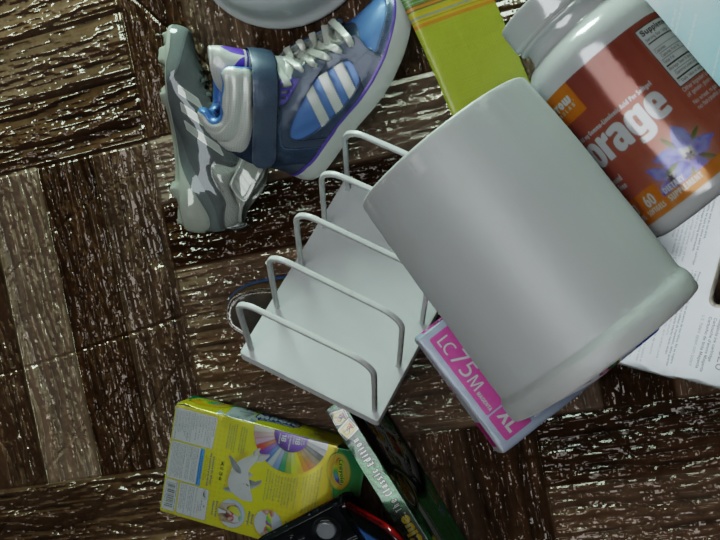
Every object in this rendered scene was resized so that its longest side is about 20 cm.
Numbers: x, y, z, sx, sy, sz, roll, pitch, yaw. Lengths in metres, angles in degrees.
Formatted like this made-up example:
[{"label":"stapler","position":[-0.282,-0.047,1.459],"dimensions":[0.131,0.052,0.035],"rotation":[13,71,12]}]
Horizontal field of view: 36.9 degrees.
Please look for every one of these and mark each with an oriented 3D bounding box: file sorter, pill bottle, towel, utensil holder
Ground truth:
[{"label":"file sorter","position":[0.000,0.000,0.932],"dimensions":[0.138,0.125,0.200],"rotation":[25,66,12]},{"label":"pill bottle","position":[0.203,-0.133,0.825],"dimensions":[0.112,0.112,0.200],"rotation":[-41,85,16]},{"label":"towel","position":[0.093,-0.201,0.963],"dimensions":[0.086,0.018,0.201],"rotation":[-23,89,-20]},{"label":"utensil holder","position":[0.120,-0.016,0.806],"dimensions":[0.170,0.170,0.200],"rotation":[-40,84,16]}]

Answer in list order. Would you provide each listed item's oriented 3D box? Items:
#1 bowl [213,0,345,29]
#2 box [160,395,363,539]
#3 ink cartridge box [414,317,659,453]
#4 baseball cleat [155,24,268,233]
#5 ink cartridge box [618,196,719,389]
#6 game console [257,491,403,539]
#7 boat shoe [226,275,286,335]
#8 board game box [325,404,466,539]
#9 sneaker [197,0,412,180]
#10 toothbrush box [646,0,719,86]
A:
[{"label":"bowl","position":[-0.088,-0.327,0.990],"dimensions":[0.200,0.090,0.202],"rotation":[2,97,17]},{"label":"box","position":[-0.092,0.203,1.068],"dimensions":[0.199,0.048,0.118],"rotation":[13,99,17]},{"label":"ink cartridge box","position":[0.159,0.044,0.903],"dimensions":[0.200,0.042,0.119],"rotation":[-37,88,-6]},{"label":"baseball cleat","position":[-0.139,-0.138,1.046],"dimensions":[0.106,0.070,0.201],"rotation":[-4,99,3]},{"label":"ink cartridge box","position":[0.244,-0.015,0.948],"dimensions":[0.199,0.043,0.197],"rotation":[15,100,11]},{"label":"game console","position":[0.011,0.317,0.984],"dimensions":[0.172,0.119,0.200],"rotation":[-30,103,13]},{"label":"boat shoe","position":[-0.042,0.045,1.022],"dimensions":[0.199,0.072,0.073],"rotation":[3,96,16]},{"label":"board game box","position":[0.040,0.199,0.997],"dimensions":[0.023,0.105,0.200],"rotation":[-33,85,11]},{"label":"sneaker","position":[-0.059,-0.184,0.966],"dimensions":[0.146,0.081,0.200],"rotation":[23,112,-30]},{"label":"toothbrush box","position":[0.286,-0.189,0.894],"dimensions":[0.199,0.085,0.147],"rotation":[13,101,15]}]
